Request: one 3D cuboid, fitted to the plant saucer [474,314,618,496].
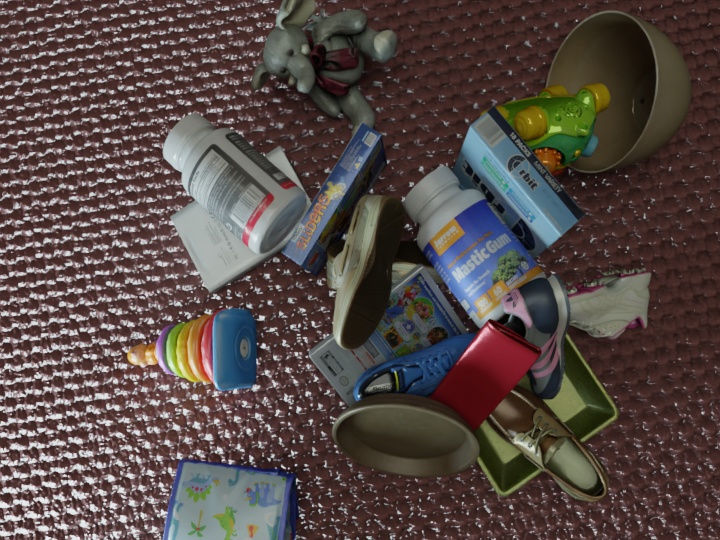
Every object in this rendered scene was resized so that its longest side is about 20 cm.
[{"bbox_3d":[0.218,0.168,0.932,0.197,0.048,0.203,-34,81,1],"label":"plant saucer"}]

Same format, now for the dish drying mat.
[{"bbox_3d":[0.145,0.142,0.840,0.075,0.202,0.018,27,43,0],"label":"dish drying mat"}]

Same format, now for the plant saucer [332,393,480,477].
[{"bbox_3d":[0.060,0.218,0.885,0.194,0.203,0.030,7,51,6],"label":"plant saucer"}]

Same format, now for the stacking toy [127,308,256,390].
[{"bbox_3d":[-0.251,0.116,0.968,0.194,0.116,0.113,-5,83,19],"label":"stacking toy"}]

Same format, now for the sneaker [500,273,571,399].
[{"bbox_3d":[0.208,0.090,0.835,0.080,0.204,0.071,-12,39,-2],"label":"sneaker"}]

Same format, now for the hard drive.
[{"bbox_3d":[-0.171,-0.076,1.007,0.197,0.026,0.134,-31,82,1],"label":"hard drive"}]

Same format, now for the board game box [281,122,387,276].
[{"bbox_3d":[-0.031,-0.093,0.941,0.034,0.135,0.203,31,87,8],"label":"board game box"}]

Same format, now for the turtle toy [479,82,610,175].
[{"bbox_3d":[0.234,-0.181,0.898,0.143,0.199,0.104,-22,110,-19],"label":"turtle toy"}]

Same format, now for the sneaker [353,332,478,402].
[{"bbox_3d":[0.084,0.136,0.886,0.195,0.078,0.068,-21,80,2],"label":"sneaker"}]

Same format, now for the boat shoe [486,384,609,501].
[{"bbox_3d":[0.240,0.217,0.862,0.198,0.074,0.076,38,88,8],"label":"boat shoe"}]

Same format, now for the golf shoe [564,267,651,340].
[{"bbox_3d":[0.314,0.055,0.901,0.195,0.075,0.094,-11,95,-19],"label":"golf shoe"}]

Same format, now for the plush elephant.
[{"bbox_3d":[-0.067,-0.298,0.949,0.153,0.166,0.201,-20,61,-37],"label":"plush elephant"}]

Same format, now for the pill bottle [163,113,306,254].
[{"bbox_3d":[-0.180,-0.127,0.944,0.199,0.111,0.111,41,89,9],"label":"pill bottle"}]

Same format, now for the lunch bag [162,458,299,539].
[{"bbox_3d":[-0.174,0.364,0.910,0.165,0.127,0.206,5,94,6],"label":"lunch bag"}]

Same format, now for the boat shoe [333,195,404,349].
[{"bbox_3d":[0.000,0.000,0.883,0.064,0.071,0.206,12,86,43],"label":"boat shoe"}]

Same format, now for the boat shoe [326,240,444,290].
[{"bbox_3d":[0.048,0.002,0.962,0.194,0.073,0.067,2,120,-6],"label":"boat shoe"}]

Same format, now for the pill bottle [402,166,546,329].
[{"bbox_3d":[0.144,-0.034,0.888,0.111,0.112,0.202,-37,79,0],"label":"pill bottle"}]

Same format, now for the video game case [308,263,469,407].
[{"bbox_3d":[0.045,0.107,0.937,0.198,0.018,0.144,-37,110,2],"label":"video game case"}]

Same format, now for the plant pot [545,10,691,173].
[{"bbox_3d":[0.364,-0.233,0.906,0.131,0.199,0.207,-2,82,-25],"label":"plant pot"}]

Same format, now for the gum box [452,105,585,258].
[{"bbox_3d":[0.195,-0.099,0.885,0.044,0.200,0.171,-37,82,-6],"label":"gum box"}]
